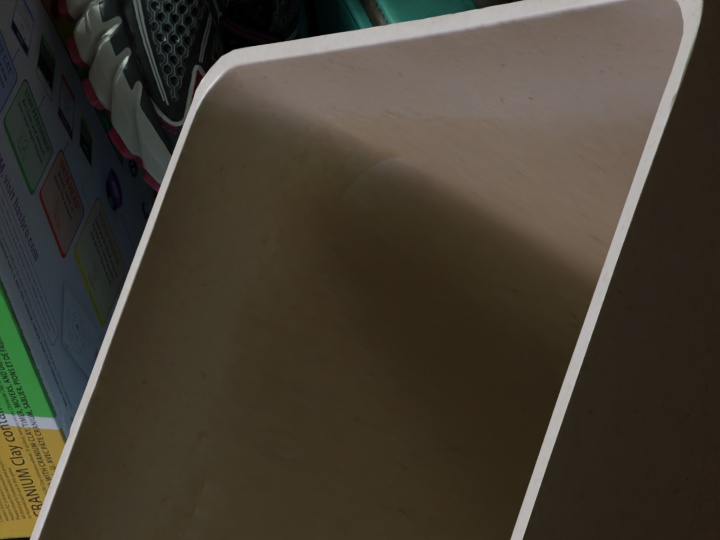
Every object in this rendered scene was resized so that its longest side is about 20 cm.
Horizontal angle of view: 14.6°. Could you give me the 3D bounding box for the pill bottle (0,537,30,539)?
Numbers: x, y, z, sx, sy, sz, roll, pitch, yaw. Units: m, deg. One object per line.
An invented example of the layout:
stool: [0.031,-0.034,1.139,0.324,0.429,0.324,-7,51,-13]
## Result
pill bottle: [-0.122,0.079,0.873,0.106,0.199,0.107,36,135,46]

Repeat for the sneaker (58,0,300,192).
sneaker: [-0.038,-0.110,0.790,0.074,0.081,0.201,-11,77,26]

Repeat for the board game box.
board game box: [-0.090,-0.045,0.810,0.040,0.154,0.200,-7,33,17]

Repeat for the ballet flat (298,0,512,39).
ballet flat: [0.009,-0.083,0.847,0.070,0.068,0.200,-25,39,-16]

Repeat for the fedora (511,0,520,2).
fedora: [0.074,-0.132,0.799,0.092,0.199,0.201,95,176,-47]

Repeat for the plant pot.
plant pot: [0.051,0.074,0.589,0.200,0.176,0.201,-2,66,61]
